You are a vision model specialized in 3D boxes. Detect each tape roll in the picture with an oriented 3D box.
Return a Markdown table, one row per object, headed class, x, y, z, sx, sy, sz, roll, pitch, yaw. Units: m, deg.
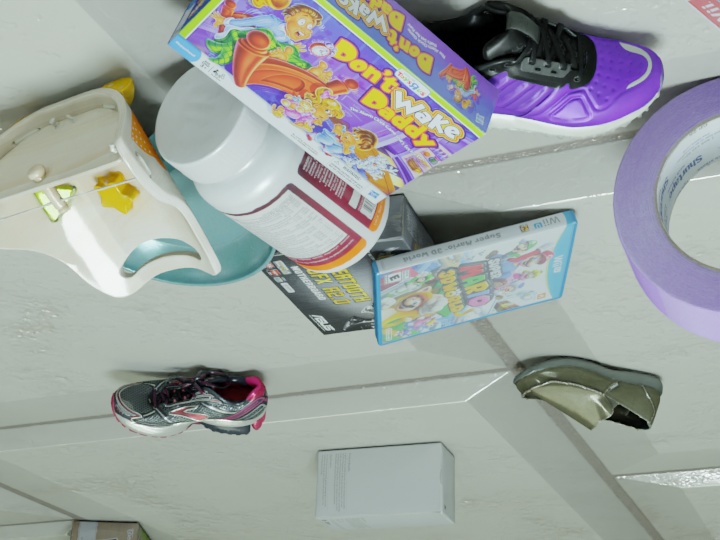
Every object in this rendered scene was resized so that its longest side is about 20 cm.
| class | x | y | z | sx | sy | sz | roll | pitch | yaw |
| --- | --- | --- | --- | --- | --- | --- | --- | --- | --- |
| tape roll | 0.297 | -0.048 | 0.965 | 0.198 | 0.202 | 0.066 | -7 | 154 | 19 |

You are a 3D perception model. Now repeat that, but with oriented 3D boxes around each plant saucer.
| class | x | y | z | sx | sy | sz | roll | pitch | yaw |
| --- | --- | --- | --- | --- | --- | --- | --- | --- | --- |
| plant saucer | -0.171 | -0.055 | 1.156 | 0.197 | 0.036 | 0.201 | 6 | 147 | 4 |

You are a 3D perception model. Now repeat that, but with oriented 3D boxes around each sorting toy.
| class | x | y | z | sx | sy | sz | roll | pitch | yaw |
| --- | --- | --- | --- | --- | --- | --- | --- | --- | --- |
| sorting toy | -0.207 | -0.049 | 1.050 | 0.198 | 0.107 | 0.181 | -13 | 129 | 30 |

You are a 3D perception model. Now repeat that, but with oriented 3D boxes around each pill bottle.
| class | x | y | z | sx | sy | sz | roll | pitch | yaw |
| --- | --- | --- | --- | --- | --- | --- | --- | --- | --- |
| pill bottle | -0.069 | -0.083 | 1.027 | 0.109 | 0.111 | 0.200 | -13 | 150 | 30 |

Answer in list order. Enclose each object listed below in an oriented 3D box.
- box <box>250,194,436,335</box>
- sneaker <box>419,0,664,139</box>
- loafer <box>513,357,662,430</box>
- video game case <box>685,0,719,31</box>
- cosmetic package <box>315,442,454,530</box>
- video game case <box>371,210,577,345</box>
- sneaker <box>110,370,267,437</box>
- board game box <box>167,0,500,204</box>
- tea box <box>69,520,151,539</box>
| class | x | y | z | sx | sy | sz | roll | pitch | yaw |
| --- | --- | --- | --- | --- | --- | --- | --- | --- | --- |
| box | 0.000 | 0.000 | 1.270 | 0.157 | 0.049 | 0.200 | -6 | 154 | 18 |
| sneaker | 0.123 | -0.151 | 0.916 | 0.198 | 0.070 | 0.100 | -1 | 152 | 5 |
| loafer | 0.284 | 0.156 | 1.554 | 0.198 | 0.070 | 0.075 | 8 | 154 | -13 |
| video game case | 0.316 | -0.156 | 0.810 | 0.142 | 0.018 | 0.200 | 34 | 171 | -19 |
| cosmetic package | 0.038 | 0.325 | 1.889 | 0.198 | 0.109 | 0.085 | -5 | 154 | 17 |
| video game case | 0.109 | 0.010 | 1.235 | 0.198 | 0.018 | 0.144 | -15 | 149 | -7 |
| sneaker | -0.216 | 0.159 | 1.603 | 0.197 | 0.081 | 0.075 | -1 | 141 | -12 |
| board game box | -0.019 | -0.144 | 0.896 | 0.199 | 0.045 | 0.134 | 36 | 143 | -20 |
| tea box | -0.476 | 0.597 | 2.393 | 0.132 | 0.202 | 0.197 | 2 | 154 | 1 |
